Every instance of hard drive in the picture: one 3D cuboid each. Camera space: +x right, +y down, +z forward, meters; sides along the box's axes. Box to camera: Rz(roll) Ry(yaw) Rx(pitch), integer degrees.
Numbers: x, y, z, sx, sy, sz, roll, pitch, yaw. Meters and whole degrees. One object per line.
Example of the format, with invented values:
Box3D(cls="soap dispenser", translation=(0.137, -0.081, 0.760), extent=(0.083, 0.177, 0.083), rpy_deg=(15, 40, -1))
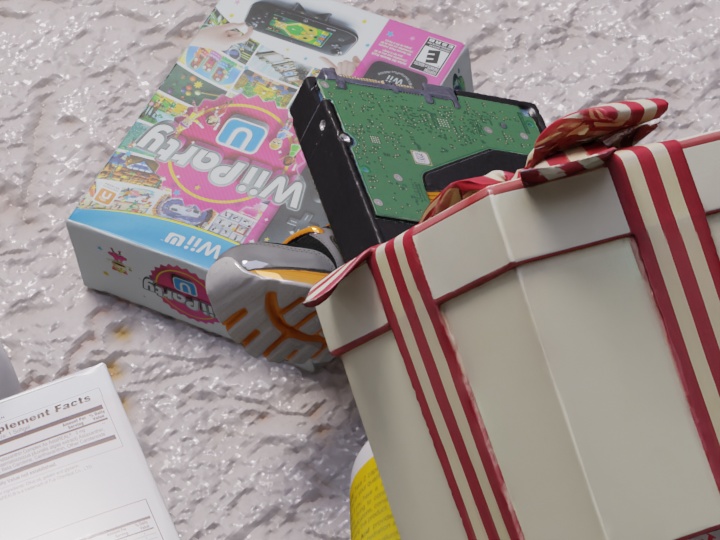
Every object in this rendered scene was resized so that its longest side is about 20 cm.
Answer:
Box3D(cls="hard drive", translation=(0.053, -0.016, 1.384), extent=(0.139, 0.038, 0.200), rpy_deg=(7, 42, -29))

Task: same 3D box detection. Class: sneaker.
Box3D(cls="sneaker", translation=(0.000, 0.000, 1.419), extent=(0.199, 0.078, 0.078), rpy_deg=(4, 64, -43))

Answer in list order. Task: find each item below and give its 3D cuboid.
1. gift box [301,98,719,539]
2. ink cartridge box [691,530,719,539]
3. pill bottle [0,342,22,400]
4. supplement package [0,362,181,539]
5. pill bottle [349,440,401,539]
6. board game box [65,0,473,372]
Box3D(cls="gift box", translation=(0.092, 0.035, 1.205), extent=(0.199, 0.184, 0.187), rpy_deg=(-12, 81, -36))
Box3D(cls="ink cartridge box", translation=(0.242, 0.075, 1.318), extent=(0.128, 0.201, 0.125), rpy_deg=(27, 39, 25))
Box3D(cls="pill bottle", translation=(-0.277, 0.082, 1.410), extent=(0.200, 0.116, 0.116), rpy_deg=(-31, 55, -19))
Box3D(cls="supplement package", translation=(-0.145, 0.183, 1.291), extent=(0.150, 0.152, 0.200), rpy_deg=(-20, 52, -10))
Box3D(cls="pill bottle", translation=(0.050, 0.134, 1.335), extent=(0.111, 0.111, 0.201), rpy_deg=(-4, 52, 3))
Box3D(cls="board game box", translation=(-0.046, -0.058, 1.528), extent=(0.147, 0.064, 0.200), rpy_deg=(19, 58, 20))
